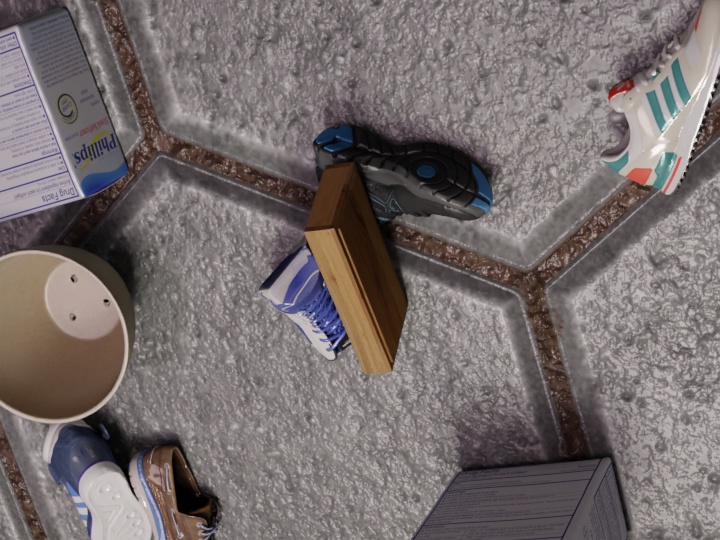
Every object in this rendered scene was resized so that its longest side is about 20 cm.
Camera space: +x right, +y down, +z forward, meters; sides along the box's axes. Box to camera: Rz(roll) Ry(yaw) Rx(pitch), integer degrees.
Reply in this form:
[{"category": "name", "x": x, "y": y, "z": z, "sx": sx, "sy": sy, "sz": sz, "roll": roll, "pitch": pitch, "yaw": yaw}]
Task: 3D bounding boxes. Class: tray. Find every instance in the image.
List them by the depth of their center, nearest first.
[{"category": "tray", "x": 0.000, "y": 0.000, "z": 1.421, "sx": 0.036, "sy": 0.099, "sz": 0.201, "roll": -6, "pitch": 132, "yaw": 21}]

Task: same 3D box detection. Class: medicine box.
[{"category": "medicine box", "x": 0.163, "y": 0.288, "z": 1.439, "sx": 0.180, "sy": 0.200, "sz": 0.104, "roll": -9, "pitch": 105, "yaw": 26}, {"category": "medicine box", "x": -0.388, "y": -0.167, "z": 1.563, "sx": 0.180, "sy": 0.103, "sz": 0.203, "roll": -12, "pitch": 106, "yaw": 27}]

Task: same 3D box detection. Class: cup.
[{"category": "cup", "x": -0.339, "y": 0.053, "z": 1.597, "sx": 0.197, "sy": 0.143, "sz": 0.203, "roll": 3, "pitch": 108, "yaw": 9}]

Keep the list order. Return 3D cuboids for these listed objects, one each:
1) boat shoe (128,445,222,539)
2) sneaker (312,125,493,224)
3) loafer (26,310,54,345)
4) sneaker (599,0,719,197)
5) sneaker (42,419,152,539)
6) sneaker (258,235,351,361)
[{"category": "boat shoe", "x": -0.211, "y": 0.307, "z": 1.695, "sx": 0.072, "sy": 0.072, "sz": 0.202, "roll": -23, "pitch": 100, "yaw": 28}, {"category": "sneaker", "x": 0.045, "y": -0.087, "z": 1.435, "sx": 0.198, "sy": 0.073, "sz": 0.083, "roll": 20, "pitch": 135, "yaw": 21}, {"category": "loafer", "x": -0.399, "y": 0.081, "z": 1.691, "sx": 0.071, "sy": 0.063, "sz": 0.202, "roll": -20, "pitch": 101, "yaw": 28}, {"category": "sneaker", "x": 0.280, "y": -0.170, "z": 1.286, "sx": 0.092, "sy": 0.070, "sz": 0.202, "roll": 18, "pitch": 119, "yaw": 9}, {"category": "sneaker", "x": -0.336, "y": 0.266, "z": 1.744, "sx": 0.146, "sy": 0.080, "sz": 0.202, "roll": 43, "pitch": 155, "yaw": 37}, {"category": "sneaker", "x": -0.041, "y": 0.032, "z": 1.456, "sx": 0.115, "sy": 0.199, "sz": 0.081, "roll": 42, "pitch": 84, "yaw": -1}]
